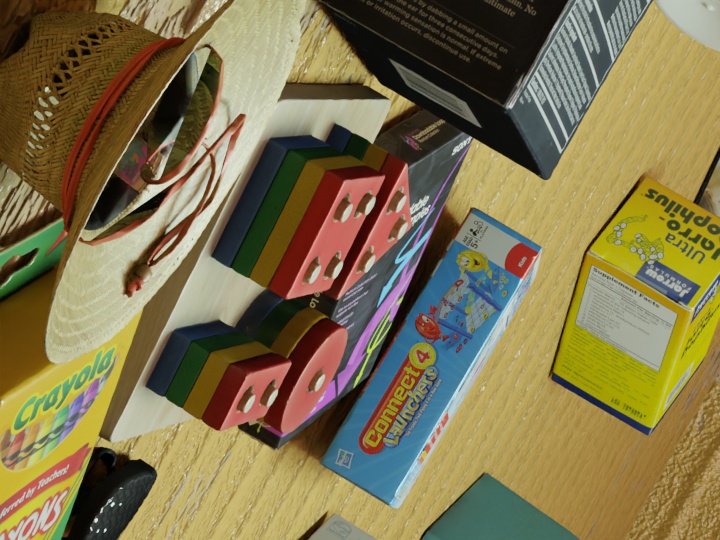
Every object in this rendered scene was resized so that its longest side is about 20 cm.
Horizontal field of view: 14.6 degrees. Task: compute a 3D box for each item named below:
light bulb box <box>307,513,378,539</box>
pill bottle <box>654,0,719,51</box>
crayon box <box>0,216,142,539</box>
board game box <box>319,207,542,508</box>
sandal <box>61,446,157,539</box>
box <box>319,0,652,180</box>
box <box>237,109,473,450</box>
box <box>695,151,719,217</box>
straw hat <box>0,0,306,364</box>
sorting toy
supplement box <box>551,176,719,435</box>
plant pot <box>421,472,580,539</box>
[{"bbox_3d":[-0.043,0.318,2.017,0.200,0.125,0.199,-40,156,-56],"label":"light bulb box"},{"bbox_3d":[0.307,-0.267,2.103,0.200,0.106,0.106,-55,165,-18],"label":"pill bottle"},{"bbox_3d":[-0.166,0.078,1.268,0.127,0.051,0.200,-37,152,-57],"label":"crayon box"},{"bbox_3d":[0.049,0.064,1.911,0.196,0.056,0.200,-59,175,-4],"label":"board game box"},{"bbox_3d":[-0.144,0.124,1.474,0.075,0.045,0.200,-54,180,-2],"label":"sandal"},{"bbox_3d":[0.091,-0.177,1.499,0.199,0.123,0.200,-58,168,-3],"label":"box"},{"bbox_3d":[0.000,0.000,1.718,0.143,0.036,0.200,-36,152,-59],"label":"box"},{"bbox_3d":[0.399,-0.112,2.824,0.117,0.060,0.200,-34,151,-60],"label":"box"},{"bbox_3d":[-0.105,-0.062,1.131,0.201,0.085,0.201,-55,171,-13],"label":"straw hat"},{"bbox_3d":[-0.042,0.004,1.513,0.200,0.070,0.199,-63,166,11],"label":"sorting toy"},{"bbox_3d":[0.258,0.034,2.524,0.110,0.109,0.200,-50,163,-33],"label":"supplement box"},{"bbox_3d":[0.146,0.309,2.500,0.141,0.200,0.142,-38,154,-57],"label":"plant pot"}]
